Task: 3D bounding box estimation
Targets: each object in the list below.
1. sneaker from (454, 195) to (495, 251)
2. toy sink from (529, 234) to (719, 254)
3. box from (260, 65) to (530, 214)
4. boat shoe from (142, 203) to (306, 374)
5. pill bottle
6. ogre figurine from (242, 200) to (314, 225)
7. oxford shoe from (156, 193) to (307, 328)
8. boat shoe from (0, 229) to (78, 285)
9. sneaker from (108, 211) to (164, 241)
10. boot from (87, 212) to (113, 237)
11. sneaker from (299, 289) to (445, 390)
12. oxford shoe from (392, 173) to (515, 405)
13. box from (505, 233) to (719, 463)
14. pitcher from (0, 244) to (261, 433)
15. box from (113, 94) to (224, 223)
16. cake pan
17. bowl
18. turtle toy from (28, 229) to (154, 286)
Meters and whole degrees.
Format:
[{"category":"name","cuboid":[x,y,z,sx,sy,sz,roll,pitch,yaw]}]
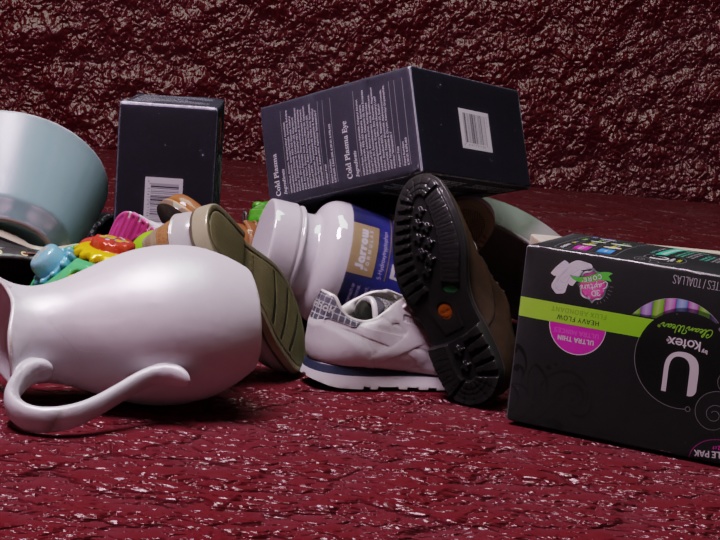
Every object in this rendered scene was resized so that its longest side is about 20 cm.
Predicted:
[{"category":"sneaker","cuboid":[0.069,-0.028,1.671,0.200,0.071,0.112,-36,7,31]},{"category":"toy sink","cuboid":[0.254,0.045,1.482,0.199,0.131,0.112,6,8,-7]},{"category":"box","cuboid":[0.035,-0.120,1.592,0.182,0.104,0.200,-12,-9,35]},{"category":"boat shoe","cuboid":[-0.110,0.020,1.354,0.068,0.200,0.075,-14,45,20]},{"category":"pill bottle","cuboid":[0.000,0.000,1.536,0.199,0.120,0.120,14,6,-15]},{"category":"ogre figurine","cuboid":[-0.066,-0.017,1.713,0.098,0.120,0.200,2,6,4]},{"category":"oxford shoe","cuboid":[-0.110,-0.023,1.593,0.200,0.071,0.071,35,-24,-21]},{"category":"boat shoe","cuboid":[-0.305,0.009,1.578,0.201,0.074,0.063,12,38,-18]},{"category":"sneaker","cuboid":[-0.142,0.008,1.502,0.200,0.082,0.088,38,20,29]},{"category":"boot","cuboid":[-0.377,-0.044,1.868,0.162,0.074,0.198,10,8,5]},{"category":"sneaker","cuboid":[0.041,0.059,1.410,0.200,0.081,0.076,2,7,-37]},{"category":"oxford shoe","cuboid":[0.083,0.014,1.391,0.073,0.201,0.084,-18,-5,31]},{"category":"box","cuboid":[0.236,0.058,1.303,0.199,0.149,0.124,9,10,24]},{"category":"pitcher","cuboid":[-0.173,0.058,1.203,0.199,0.122,0.172,-4,36,-18]},{"category":"box","cuboid":[-0.205,-0.086,1.751,0.104,0.201,0.182,4,9,-4]},{"category":"cake pan","cuboid":[0.157,-0.010,1.715,0.200,0.037,0.200,29,-21,12]},{"category":"bowl","cuboid":[-0.358,-0.055,1.632,0.200,0.201,0.105,5,49,-9]},{"category":"turtle toy","cuboid":[-0.205,0.019,1.372,0.145,0.101,0.200,17,12,20]}]
